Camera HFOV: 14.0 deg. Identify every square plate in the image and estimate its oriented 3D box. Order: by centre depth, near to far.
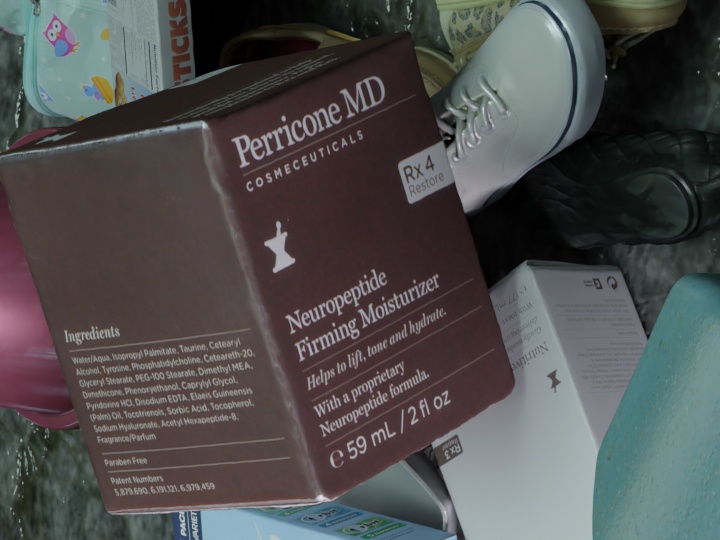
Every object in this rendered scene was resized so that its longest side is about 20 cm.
[{"bbox_3d":[0.003,0.134,1.688,0.198,0.028,0.200,48,152,37],"label":"square plate"}]

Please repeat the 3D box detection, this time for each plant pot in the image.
[{"bbox_3d":[0.217,0.104,1.357,0.200,0.196,0.196,53,130,47],"label":"plant pot"},{"bbox_3d":[-0.233,0.006,1.898,0.200,0.179,0.201,3,94,50],"label":"plant pot"}]

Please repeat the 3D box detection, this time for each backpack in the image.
[{"bbox_3d":[-0.142,-0.182,1.769,0.153,0.176,0.201,8,109,18],"label":"backpack"}]

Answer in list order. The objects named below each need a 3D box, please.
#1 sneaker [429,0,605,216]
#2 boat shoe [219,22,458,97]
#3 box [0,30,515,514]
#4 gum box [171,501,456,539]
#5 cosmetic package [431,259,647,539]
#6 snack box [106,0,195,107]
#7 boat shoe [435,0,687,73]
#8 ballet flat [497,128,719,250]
[{"bbox_3d":[0.064,-0.075,1.527,0.073,0.071,0.200,58,149,15],"label":"sneaker"},{"bbox_3d":[-0.009,-0.101,1.703,0.200,0.069,0.074,18,107,49],"label":"boat shoe"},{"bbox_3d":[-0.053,0.004,1.506,0.164,0.166,0.201,-7,105,44],"label":"box"},{"bbox_3d":[-0.023,0.214,1.636,0.200,0.044,0.170,9,109,47],"label":"gum box"},{"bbox_3d":[0.111,0.108,1.555,0.113,0.081,0.200,-38,62,38],"label":"cosmetic package"},{"bbox_3d":[-0.116,-0.078,1.674,0.072,0.024,0.201,33,131,54],"label":"snack box"},{"bbox_3d":[0.110,-0.134,1.564,0.200,0.073,0.063,10,109,62],"label":"boat shoe"},{"bbox_3d":[0.134,-0.046,1.561,0.200,0.057,0.067,11,119,56],"label":"ballet flat"}]
